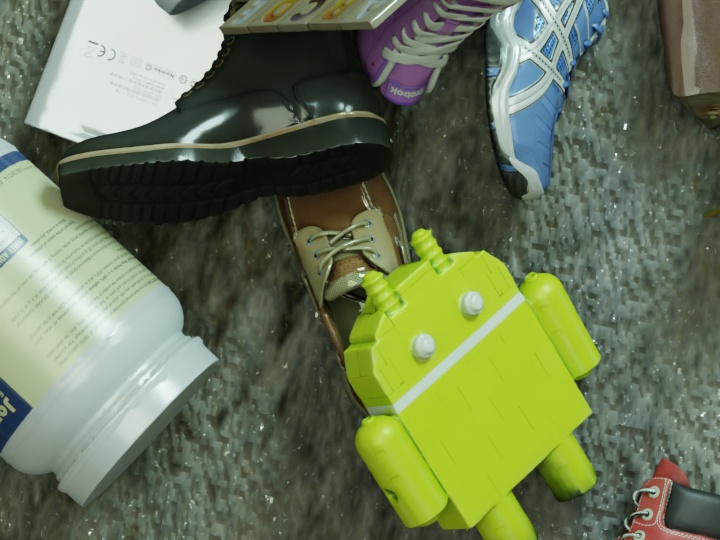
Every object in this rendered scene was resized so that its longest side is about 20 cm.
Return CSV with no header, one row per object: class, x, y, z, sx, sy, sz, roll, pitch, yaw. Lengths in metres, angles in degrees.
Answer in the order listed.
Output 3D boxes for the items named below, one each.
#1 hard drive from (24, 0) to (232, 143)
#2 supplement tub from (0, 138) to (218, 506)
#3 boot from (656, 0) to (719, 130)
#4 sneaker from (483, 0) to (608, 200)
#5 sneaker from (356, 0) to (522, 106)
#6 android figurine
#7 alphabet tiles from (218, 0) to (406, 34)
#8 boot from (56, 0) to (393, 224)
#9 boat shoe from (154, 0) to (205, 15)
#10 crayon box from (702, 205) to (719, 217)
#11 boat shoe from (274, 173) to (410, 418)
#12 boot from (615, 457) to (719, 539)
hard drive,-0.116,-0.163,1.559,0.132,0.026,0.200,21,89,2
supplement tub,-0.200,0.032,1.497,0.200,0.145,0.145,42,90,3
boot,0.180,-0.183,1.503,0.186,0.064,0.200,-8,90,-29
sneaker,0.115,-0.143,1.525,0.077,0.076,0.200,2,87,2
sneaker,0.052,-0.150,1.476,0.073,0.200,0.114,7,98,-19
android figurine,0.068,0.071,1.497,0.182,0.041,0.200,-38,107,-31
alphabet tiles,0.008,-0.191,1.439,0.167,0.200,0.008,-44,115,-23
boot,-0.092,-0.109,1.499,0.200,0.077,0.138,-7,64,-11
boat shoe,-0.064,-0.247,1.510,0.202,0.075,0.086,-41,88,-2
crayon box,0.298,-0.091,1.493,0.200,0.127,0.051,-22,87,1
boat shoe,0.000,0.000,1.526,0.076,0.074,0.200,-22,88,1
boot,0.144,0.187,1.523,0.200,0.072,0.144,1,84,-2
